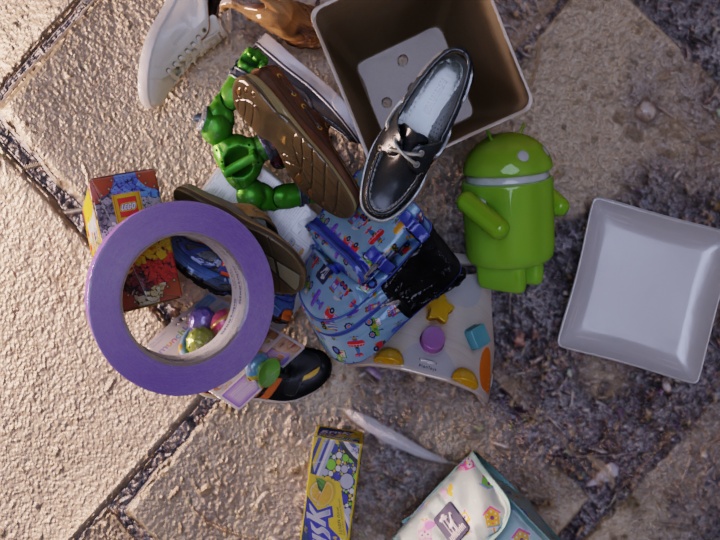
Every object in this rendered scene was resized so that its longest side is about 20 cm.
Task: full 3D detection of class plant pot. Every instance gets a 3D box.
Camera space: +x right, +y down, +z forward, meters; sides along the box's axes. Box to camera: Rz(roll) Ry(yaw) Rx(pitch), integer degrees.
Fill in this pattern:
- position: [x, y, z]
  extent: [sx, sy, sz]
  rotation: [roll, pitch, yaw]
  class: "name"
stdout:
- position: [0.070, -0.239, 0.869]
  extent: [0.196, 0.177, 0.204]
  rotation: [-23, 92, 2]
  class: "plant pot"

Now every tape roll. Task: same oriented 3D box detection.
- position: [-0.196, 0.029, 0.769]
  extent: [0.195, 0.065, 0.207]
  rotation: [-1, 93, -25]
  class: "tape roll"

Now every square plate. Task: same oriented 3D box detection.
- position: [0.376, 0.026, 0.938]
  extent: [0.193, 0.028, 0.206]
  rotation: [15, 92, 2]
  class: "square plate"

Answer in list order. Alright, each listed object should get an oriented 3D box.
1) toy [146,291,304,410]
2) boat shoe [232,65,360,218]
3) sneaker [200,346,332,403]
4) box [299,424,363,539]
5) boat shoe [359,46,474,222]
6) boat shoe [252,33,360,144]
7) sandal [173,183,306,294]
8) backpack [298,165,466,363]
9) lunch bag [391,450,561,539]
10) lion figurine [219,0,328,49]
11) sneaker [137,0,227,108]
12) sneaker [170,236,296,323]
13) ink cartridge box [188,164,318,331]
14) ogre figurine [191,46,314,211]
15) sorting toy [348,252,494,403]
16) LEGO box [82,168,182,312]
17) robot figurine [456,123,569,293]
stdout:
- position: [-0.176, 0.082, 0.880]
  extent: [0.197, 0.048, 0.115]
  rotation: [26, 53, 35]
  class: "toy"
- position: [-0.061, -0.153, 0.814]
  extent: [0.201, 0.072, 0.067]
  rotation: [50, 57, -4]
  class: "boat shoe"
- position: [-0.136, 0.131, 0.924]
  extent: [0.194, 0.090, 0.072]
  rotation: [-3, 68, 4]
  class: "sneaker"
- position: [-0.042, 0.320, 0.946]
  extent: [0.068, 0.064, 0.206]
  rotation: [8, 91, 2]
  class: "box"
- position: [0.057, -0.147, 0.756]
  extent: [0.074, 0.060, 0.204]
  rotation: [25, 94, 0]
  class: "boat shoe"
- position: [-0.075, -0.224, 0.930]
  extent: [0.199, 0.072, 0.068]
  rotation: [42, 91, 4]
  class: "boat shoe"
- position: [-0.141, -0.050, 0.861]
  extent: [0.197, 0.054, 0.081]
  rotation: [34, 137, 12]
  class: "sandal"
- position: [0.000, 0.000, 0.870]
  extent: [0.200, 0.183, 0.135]
  rotation: [-43, 130, 3]
  class: "backpack"
- position: [0.159, 0.361, 0.912]
  extent: [0.200, 0.122, 0.171]
  rotation: [44, 95, 9]
  class: "lunch bag"
- position: [-0.099, -0.318, 0.873]
  extent: [0.120, 0.200, 0.074]
  rotation: [29, 113, 7]
  class: "lion figurine"
- position: [-0.229, -0.304, 0.934]
  extent: [0.083, 0.073, 0.205]
  rotation: [22, 91, 4]
  class: "sneaker"
- position: [-0.166, -0.005, 0.909]
  extent: [0.196, 0.075, 0.080]
  rotation: [28, 74, -8]
  class: "sneaker"
- position: [-0.139, -0.044, 0.960]
  extent: [0.199, 0.050, 0.163]
  rotation: [38, 92, -11]
  class: "ink cartridge box"
- position: [-0.126, -0.156, 0.875]
  extent: [0.118, 0.098, 0.203]
  rotation: [-31, 129, -11]
  class: "ogre figurine"
- position: [0.098, 0.056, 0.931]
  extent: [0.194, 0.107, 0.185]
  rotation: [13, 73, 2]
  class: "sorting toy"
- position: [-0.288, -0.027, 0.876]
  extent: [0.075, 0.199, 0.153]
  rotation: [-13, 91, -24]
  class: "LEGO box"
- position: [0.186, -0.078, 0.889]
  extent: [0.114, 0.173, 0.206]
  rotation: [10, 110, 46]
  class: "robot figurine"
